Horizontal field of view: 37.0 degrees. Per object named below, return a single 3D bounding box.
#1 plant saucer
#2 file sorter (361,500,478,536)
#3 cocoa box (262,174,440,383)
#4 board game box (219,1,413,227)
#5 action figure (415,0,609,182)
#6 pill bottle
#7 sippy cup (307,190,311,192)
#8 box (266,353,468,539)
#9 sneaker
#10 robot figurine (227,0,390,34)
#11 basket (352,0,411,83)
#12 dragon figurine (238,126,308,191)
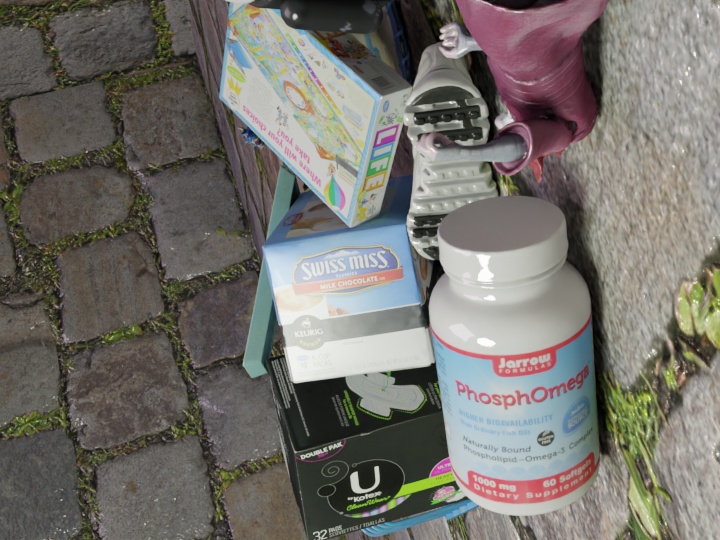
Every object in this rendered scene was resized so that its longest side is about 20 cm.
[{"bbox_3d":[-0.084,0.002,1.051,0.070,0.019,0.201,83,-165,-74],"label":"plant saucer"},{"bbox_3d":[0.050,0.225,1.241,0.200,0.122,0.139,106,149,-72],"label":"file sorter"},{"bbox_3d":[0.000,0.000,1.007,0.200,0.133,0.132,-69,-31,-71],"label":"cocoa box"},{"bbox_3d":[-0.045,-0.150,0.909,0.200,0.034,0.135,45,141,28],"label":"board game box"},{"bbox_3d":[0.101,-0.128,0.600,0.200,0.148,0.135,57,-151,-51],"label":"action figure"},{"bbox_3d":[0.104,0.057,0.732,0.109,0.108,0.201,-123,20,-61],"label":"pill bottle"},{"bbox_3d":[-0.020,-0.009,1.199,0.178,0.139,0.130,54,-176,-31],"label":"sippy cup"},{"bbox_3d":[0.025,0.151,1.043,0.125,0.199,0.149,-113,13,-46],"label":"box"},{"bbox_3d":[0.071,-0.089,0.857,0.201,0.075,0.081,87,-179,-47],"label":"sneaker"},{"bbox_3d":[-0.039,-0.253,0.794,0.150,0.199,0.125,38,125,48],"label":"robot figurine"},{"bbox_3d":[-0.026,-0.204,0.987,0.200,0.138,0.177,-151,44,-81],"label":"basket"},{"bbox_3d":[-0.071,-0.140,1.132,0.099,0.059,0.200,48,-170,-6],"label":"dragon figurine"}]
